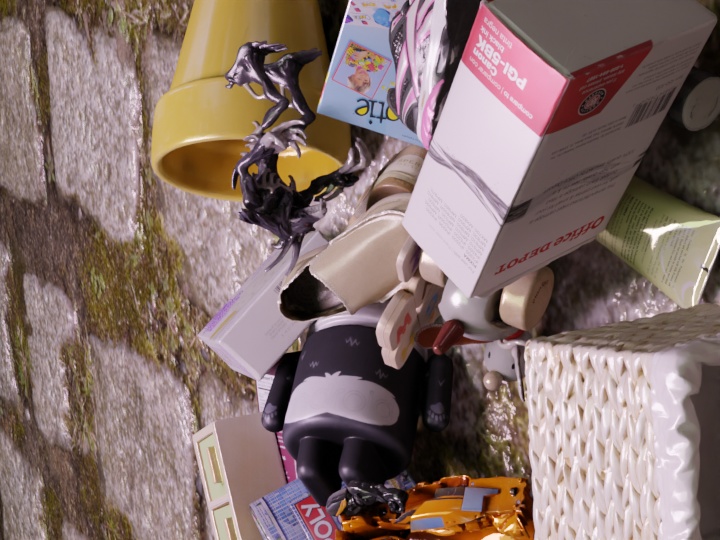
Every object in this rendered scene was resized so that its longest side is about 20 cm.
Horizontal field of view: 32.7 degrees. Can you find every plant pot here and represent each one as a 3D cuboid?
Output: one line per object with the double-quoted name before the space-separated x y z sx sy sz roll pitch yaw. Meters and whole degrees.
"plant pot" -0.107 -0.187 1.248 0.201 0.201 0.189 -23 62 58

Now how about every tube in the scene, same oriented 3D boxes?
"tube" 0.189 -0.048 0.927 0.200 0.052 0.058 40 171 41

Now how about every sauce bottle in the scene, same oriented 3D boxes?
"sauce bottle" 0.181 -0.160 0.894 0.200 0.065 0.065 44 133 43

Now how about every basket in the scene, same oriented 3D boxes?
"basket" 0.221 0.123 0.768 0.161 0.198 0.200 8 104 60

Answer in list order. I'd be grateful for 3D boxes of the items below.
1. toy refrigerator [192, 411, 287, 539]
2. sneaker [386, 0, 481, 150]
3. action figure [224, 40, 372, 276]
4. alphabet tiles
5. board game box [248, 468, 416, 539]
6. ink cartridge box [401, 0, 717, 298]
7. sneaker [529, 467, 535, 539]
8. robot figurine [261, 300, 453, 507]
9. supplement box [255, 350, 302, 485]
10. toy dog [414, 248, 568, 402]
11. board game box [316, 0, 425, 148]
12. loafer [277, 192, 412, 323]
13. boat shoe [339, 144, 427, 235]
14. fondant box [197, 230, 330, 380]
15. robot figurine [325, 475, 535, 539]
"toy refrigerator" -0.112 0.252 1.243 0.076 0.070 0.200 -36 65 59
"sneaker" 0.059 -0.192 0.932 0.086 0.080 0.200 35 118 41
"action figure" -0.059 -0.102 1.077 0.102 0.119 0.200 -16 77 32
"alphabet tiles" 0.070 -0.018 0.990 0.015 0.200 0.196 26 163 15
"board game box" -0.017 0.279 1.155 0.200 0.200 0.062 58 165 20
"ink cartridge box" 0.124 -0.094 0.813 0.083 0.147 0.200 47 142 24
"sneaker" 0.181 0.146 0.931 0.071 0.098 0.201 44 131 48
"robot figurine" -0.003 0.121 1.151 0.125 0.150 0.200 125 161 -52
"supplement box" -0.037 0.183 1.277 0.086 0.110 0.200 -1 95 61
"toy dog" 0.096 0.052 0.942 0.132 0.096 0.200 18 156 45
"board game box" 0.044 -0.223 1.025 0.103 0.105 0.200 -76 5 -53
"loafer" 0.000 0.000 1.067 0.076 0.068 0.200 47 134 -12
"boat shoe" 0.028 -0.051 1.170 0.200 0.072 0.065 117 178 -62
"fondant box" -0.089 0.035 1.245 0.058 0.144 0.200 43 170 -8
"robot figurine" 0.067 0.222 1.049 0.200 0.145 0.058 -13 49 29
